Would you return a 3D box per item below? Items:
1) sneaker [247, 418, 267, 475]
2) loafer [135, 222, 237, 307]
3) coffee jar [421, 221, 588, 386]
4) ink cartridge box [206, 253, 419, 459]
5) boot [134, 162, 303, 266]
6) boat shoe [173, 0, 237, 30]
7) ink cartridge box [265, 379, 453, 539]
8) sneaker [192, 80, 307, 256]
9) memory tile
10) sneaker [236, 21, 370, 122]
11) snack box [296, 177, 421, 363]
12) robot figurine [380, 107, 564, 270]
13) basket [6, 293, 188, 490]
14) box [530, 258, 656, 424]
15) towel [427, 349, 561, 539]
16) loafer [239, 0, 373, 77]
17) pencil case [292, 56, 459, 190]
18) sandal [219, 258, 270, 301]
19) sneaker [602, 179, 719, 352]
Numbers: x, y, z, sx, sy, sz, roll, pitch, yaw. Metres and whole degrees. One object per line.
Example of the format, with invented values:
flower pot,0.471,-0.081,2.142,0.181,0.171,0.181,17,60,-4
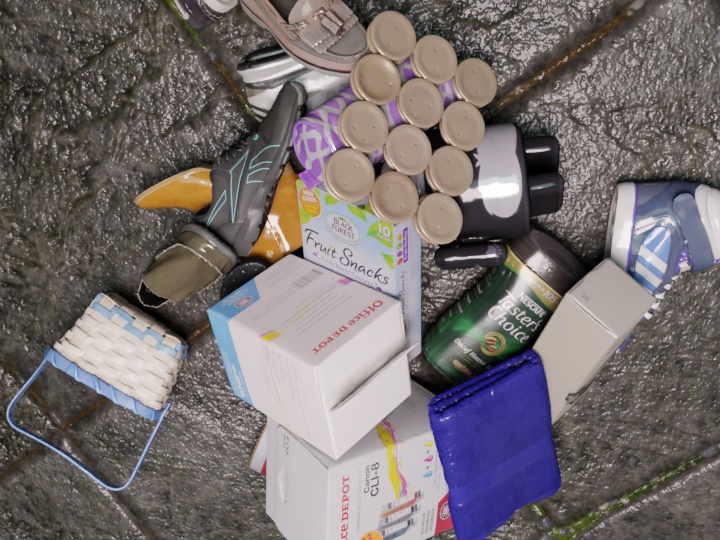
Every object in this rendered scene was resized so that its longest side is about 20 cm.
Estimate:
sneaker,-0.061,0.197,0.959,0.111,0.071,0.202,27,116,3
loafer,-0.206,0.006,0.870,0.075,0.070,0.199,38,150,-16
coffee jar,0.168,0.046,0.874,0.104,0.085,0.201,37,108,-5
ink cartridge box,-0.044,0.091,0.802,0.198,0.128,0.127,23,135,40
boot,-0.157,-0.061,0.895,0.198,0.071,0.146,-20,101,9
boat shoe,-0.202,-0.361,0.813,0.060,0.074,0.202,-24,97,34
ink cartridge box,0.005,0.230,0.874,0.197,0.144,0.148,-10,112,-32
sneaker,-0.118,-0.114,0.810,0.078,0.076,0.202,25,108,-4
memory tile,0.051,-0.139,0.733,0.151,0.017,0.203,22,76,-18
sneaker,-0.029,-0.203,0.847,0.197,0.076,0.117,-11,122,7
snack box,0.000,0.000,0.836,0.141,0.053,0.203,26,135,33
robot figurine,0.119,-0.091,0.820,0.196,0.151,0.127,-7,121,12
basket,-0.312,0.145,0.933,0.175,0.139,0.202,34,78,-3
box,0.236,0.085,0.822,0.068,0.082,0.201,44,149,21
towel,0.149,0.197,0.838,0.146,0.049,0.203,-25,122,-17
loafer,-0.064,-0.268,0.775,0.072,0.063,0.199,-43,62,-14
pencil case,0.023,-0.161,0.781,0.199,0.086,0.085,-33,84,-24
sandal,-0.129,0.060,0.929,0.074,0.048,0.203,2,129,3
sneaker,0.347,0.002,0.837,0.144,0.081,0.204,5,102,11
